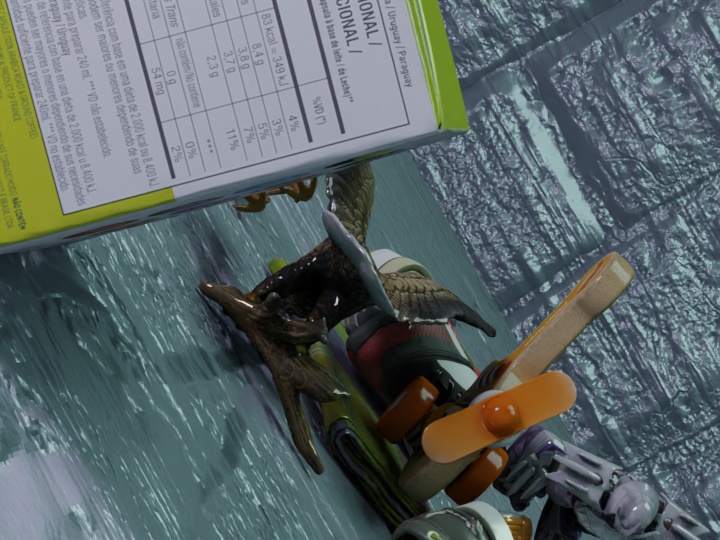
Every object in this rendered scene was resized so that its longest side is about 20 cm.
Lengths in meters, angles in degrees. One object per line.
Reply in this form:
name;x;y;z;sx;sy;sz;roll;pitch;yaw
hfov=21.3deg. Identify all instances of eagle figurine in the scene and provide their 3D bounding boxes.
eagle figurine;-0.006;-0.001;1.147;0.151;0.200;0.152;22;-53;29

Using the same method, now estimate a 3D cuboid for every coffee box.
coffee box;-0.076;-0.126;0.769;0.200;0.197;0.201;-36;111;-83

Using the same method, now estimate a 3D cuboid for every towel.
towel;-0.006;0.089;1.284;0.144;0.023;0.200;53;9;-38

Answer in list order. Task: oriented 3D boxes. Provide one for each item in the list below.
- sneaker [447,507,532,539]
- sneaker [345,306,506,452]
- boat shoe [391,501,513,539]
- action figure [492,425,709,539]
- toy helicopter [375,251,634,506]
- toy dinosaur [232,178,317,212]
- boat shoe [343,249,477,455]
sneaker;0.084;0.213;1.249;0.200;0.078;0.077;56;37;-64
sneaker;0.053;0.089;1.311;0.098;0.071;0.200;61;5;35
boat shoe;0.068;0.231;1.066;0.060;0.072;0.202;-4;71;-37
action figure;0.147;0.154;1.229;0.130;0.069;0.200;43;-9;-9
toy helicopter;0.096;0.066;1.188;0.079;0.200;0.132;43;6;-1
toy dinosaur;-0.070;-0.083;1.372;0.200;0.060;0.106;51;10;-52
boat shoe;0.036;0.067;1.433;0.068;0.075;0.200;27;-39;48
